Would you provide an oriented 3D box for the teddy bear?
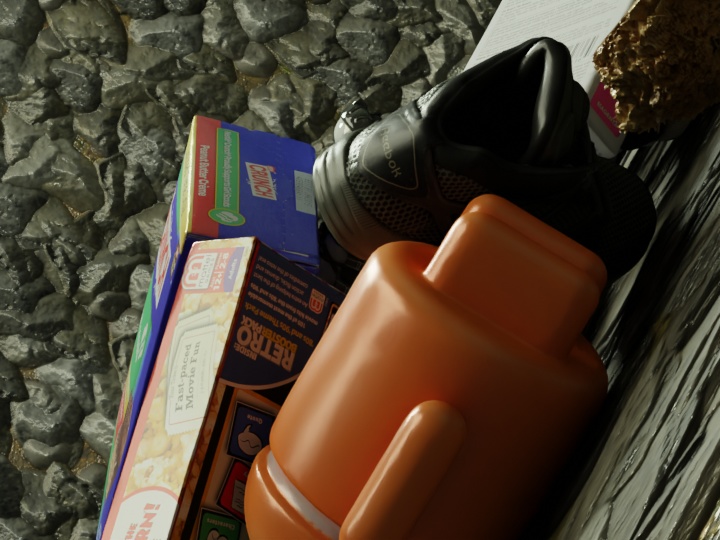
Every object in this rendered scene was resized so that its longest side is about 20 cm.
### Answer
[{"bbox_3d":[0.181,-0.140,1.141,0.145,0.067,0.200,-54,-3,36],"label":"teddy bear"}]

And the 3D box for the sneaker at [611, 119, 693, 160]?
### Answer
[{"bbox_3d":[0.123,-0.081,1.336,0.200,0.075,0.116,-47,12,26],"label":"sneaker"}]

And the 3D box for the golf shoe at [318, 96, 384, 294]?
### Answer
[{"bbox_3d":[0.000,0.000,1.363,0.078,0.094,0.200,-126,17,-49],"label":"golf shoe"}]

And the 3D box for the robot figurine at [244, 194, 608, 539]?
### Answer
[{"bbox_3d":[0.027,0.069,1.032,0.200,0.116,0.144,-60,36,15],"label":"robot figurine"}]

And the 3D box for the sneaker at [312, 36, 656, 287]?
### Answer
[{"bbox_3d":[0.085,-0.042,1.097,0.114,0.199,0.076,-31,61,38],"label":"sneaker"}]

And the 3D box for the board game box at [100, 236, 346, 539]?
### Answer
[{"bbox_3d":[-0.037,0.107,1.108,0.046,0.151,0.200,-4,63,44],"label":"board game box"}]

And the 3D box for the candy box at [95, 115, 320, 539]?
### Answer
[{"bbox_3d":[-0.081,0.042,1.325,0.169,0.077,0.200,-93,20,-67],"label":"candy box"}]

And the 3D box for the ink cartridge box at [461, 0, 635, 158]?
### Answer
[{"bbox_3d":[0.115,-0.127,1.293,0.119,0.042,0.200,-15,39,46],"label":"ink cartridge box"}]

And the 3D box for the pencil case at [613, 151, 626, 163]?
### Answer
[{"bbox_3d":[0.108,-0.040,1.494,0.200,0.089,0.078,-60,-33,-33],"label":"pencil case"}]
